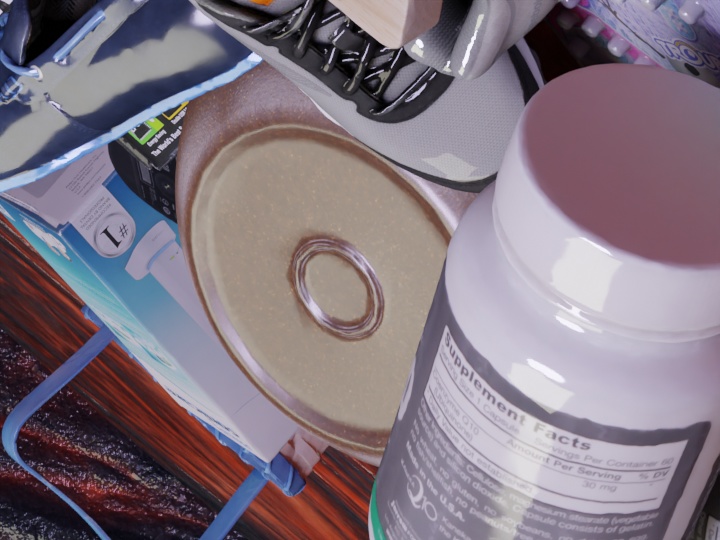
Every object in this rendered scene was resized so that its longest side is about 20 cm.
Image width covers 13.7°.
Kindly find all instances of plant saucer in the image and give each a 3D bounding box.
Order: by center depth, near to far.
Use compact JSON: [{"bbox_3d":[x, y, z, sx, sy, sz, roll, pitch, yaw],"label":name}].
[{"bbox_3d":[0.000,0.000,1.141,0.200,0.037,0.201,20,127,29],"label":"plant saucer"}]

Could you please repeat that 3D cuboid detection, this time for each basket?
[{"bbox_3d":[-0.106,0.085,1.863,0.139,0.200,0.176,27,161,50],"label":"basket"}]

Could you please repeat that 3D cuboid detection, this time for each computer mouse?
[{"bbox_3d":[-0.027,-0.020,1.255,0.200,0.034,0.059,31,148,27],"label":"computer mouse"}]

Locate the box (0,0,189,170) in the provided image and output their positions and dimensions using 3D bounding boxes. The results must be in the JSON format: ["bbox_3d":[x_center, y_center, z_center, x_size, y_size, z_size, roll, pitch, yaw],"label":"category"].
[{"bbox_3d":[-0.098,-0.152,1.157,0.193,0.048,0.200,41,142,-10],"label":"box"}]

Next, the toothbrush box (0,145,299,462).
[{"bbox_3d":[-0.069,-0.025,1.478,0.085,0.146,0.200,29,165,47],"label":"toothbrush box"}]

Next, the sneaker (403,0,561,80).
[{"bbox_3d":[0.019,-0.136,0.941,0.075,0.081,0.200,33,165,42],"label":"sneaker"}]

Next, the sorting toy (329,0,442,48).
[{"bbox_3d":[-0.059,-0.176,0.872,0.200,0.070,0.199,41,150,21],"label":"sorting toy"}]

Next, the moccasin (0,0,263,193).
[{"bbox_3d":[-0.103,-0.090,1.141,0.200,0.080,0.068,-25,110,33],"label":"moccasin"}]

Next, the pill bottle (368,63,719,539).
[{"bbox_3d":[0.075,0.034,1.014,0.113,0.113,0.200,37,138,19],"label":"pill bottle"}]

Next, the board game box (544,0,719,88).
[{"bbox_3d":[0.144,-0.032,1.057,0.200,0.026,0.200,48,167,-33],"label":"board game box"}]

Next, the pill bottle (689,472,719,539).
[{"bbox_3d":[0.172,0.091,1.109,0.200,0.116,0.116,24,160,52],"label":"pill bottle"}]

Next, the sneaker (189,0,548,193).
[{"bbox_3d":[-0.016,-0.092,1.026,0.200,0.074,0.079,41,-157,-15],"label":"sneaker"}]
